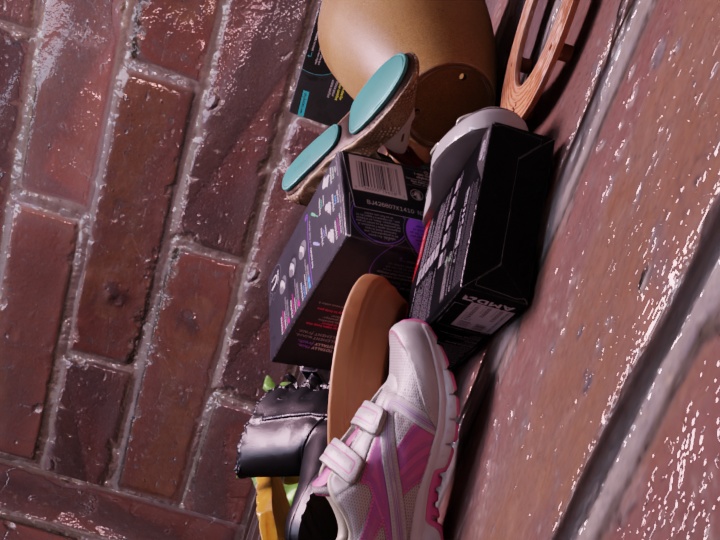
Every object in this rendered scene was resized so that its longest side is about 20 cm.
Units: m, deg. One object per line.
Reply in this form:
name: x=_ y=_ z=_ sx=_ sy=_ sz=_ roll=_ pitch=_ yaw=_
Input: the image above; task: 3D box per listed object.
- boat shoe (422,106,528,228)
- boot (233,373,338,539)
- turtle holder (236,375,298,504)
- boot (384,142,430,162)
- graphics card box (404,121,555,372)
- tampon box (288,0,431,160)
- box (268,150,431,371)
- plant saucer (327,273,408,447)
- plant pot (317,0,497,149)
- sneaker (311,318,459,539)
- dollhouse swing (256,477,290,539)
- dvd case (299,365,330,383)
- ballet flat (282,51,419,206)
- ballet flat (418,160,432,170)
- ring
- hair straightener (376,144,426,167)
boat shoe: x=0.086 y=-0.089 z=0.816 sx=0.200 sy=0.070 sz=0.064 roll=115 pitch=163 yaw=-70
boot: x=-0.058 y=0.183 z=0.980 sx=0.162 sy=0.074 sz=0.199 roll=-5 pitch=42 yaw=41
turtle holder: x=-0.084 y=0.231 z=1.370 sx=0.186 sy=0.131 sz=0.142 roll=-124 pitch=51 yaw=-83
boot: x=0.059 y=-0.081 z=1.269 sx=0.075 sy=0.073 sz=0.201 roll=1 pitch=78 yaw=66
graphics card box: x=0.080 y=-0.008 z=0.758 sx=0.200 sy=0.051 sz=0.126 roll=115 pitch=169 yaw=-68
tampon box: x=0.028 y=-0.260 z=1.325 sx=0.127 sy=0.199 sz=0.150 roll=-79 pitch=9 yaw=-54
box: x=0.000 y=0.000 z=0.976 sx=0.200 sy=0.122 sz=0.107 roll=124 pitch=150 yaw=-44
plant saucer: x=0.016 y=0.104 z=0.857 sx=0.200 sy=0.037 sz=0.202 roll=2 pitch=-90 yaw=-76
plant pot: x=0.065 y=-0.211 z=1.041 sx=0.200 sy=0.185 sz=0.187 roll=-110 pitch=33 yaw=-52
sneaker: x=0.014 y=0.130 z=0.701 sx=0.081 sy=0.088 sz=0.201 roll=124 pitch=154 yaw=-75
dollhouse swing: x=-0.125 y=0.324 z=1.065 sx=0.181 sy=0.176 sz=0.200 roll=-30 pitch=17 yaw=4
dvd case: x=-0.029 y=0.050 z=1.161 sx=0.151 sy=0.025 sz=0.201 roll=67 pitch=-154 yaw=-59
ballet flat: x=0.006 y=-0.123 z=0.958 sx=0.200 sy=0.065 sz=0.071 roll=-39 pitch=32 yaw=39
ballet flat: x=0.036 y=-0.037 z=1.077 sx=0.200 sy=0.074 sz=0.075 roll=-50 pitch=20 yaw=45
ring: x=0.151 y=-0.205 z=0.800 sx=0.200 sy=0.019 sz=0.202 roll=-164 pitch=90 yaw=-86
hair straightener: x=0.035 y=-0.100 z=1.091 sx=0.200 sy=0.077 sz=0.041 roll=16 pitch=-133 yaw=-65
